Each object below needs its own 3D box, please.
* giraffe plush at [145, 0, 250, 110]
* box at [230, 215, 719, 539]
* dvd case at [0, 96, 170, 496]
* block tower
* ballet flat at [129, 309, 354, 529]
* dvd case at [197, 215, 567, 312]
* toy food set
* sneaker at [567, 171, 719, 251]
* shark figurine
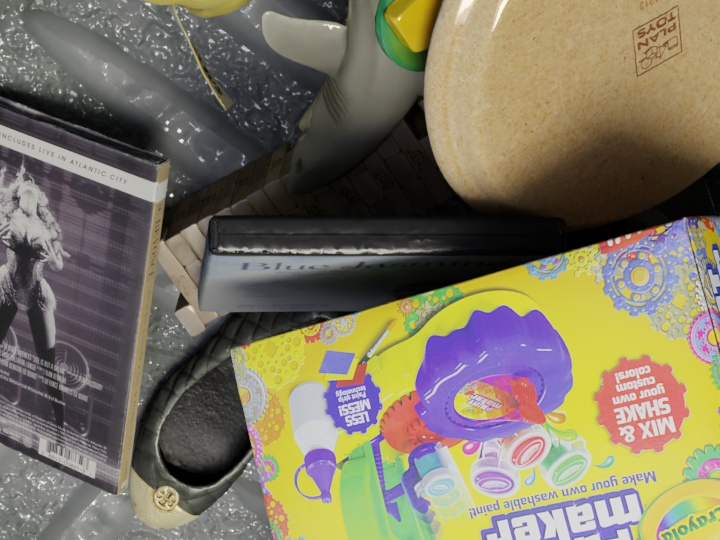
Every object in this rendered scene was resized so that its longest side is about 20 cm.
[{"bbox_3d":[-0.044,-0.194,0.679,0.162,0.173,0.200,-30,117,7],"label":"giraffe plush"},{"bbox_3d":[0.089,0.061,0.653,0.200,0.193,0.122,-17,84,28],"label":"box"},{"bbox_3d":[-0.178,0.009,0.827,0.148,0.016,0.200,21,119,18],"label":"dvd case"},{"bbox_3d":[-0.017,-0.041,0.800,0.200,0.054,0.058,-29,110,16],"label":"block tower"},{"bbox_3d":[-0.073,0.072,0.857,0.066,0.057,0.200,32,114,-11],"label":"ballet flat"},{"bbox_3d":[0.000,0.000,0.699,0.142,0.200,0.018,0,82,-7],"label":"dvd case"},{"bbox_3d":[0.107,-0.105,0.628,0.200,0.049,0.198,-40,137,0],"label":"toy food set"},{"bbox_3d":[0.170,-0.020,0.771,0.200,0.082,0.073,31,157,-1],"label":"sneaker"},{"bbox_3d":[0.011,-0.104,0.662,0.128,0.090,0.215,-36,154,-7],"label":"shark figurine"}]
